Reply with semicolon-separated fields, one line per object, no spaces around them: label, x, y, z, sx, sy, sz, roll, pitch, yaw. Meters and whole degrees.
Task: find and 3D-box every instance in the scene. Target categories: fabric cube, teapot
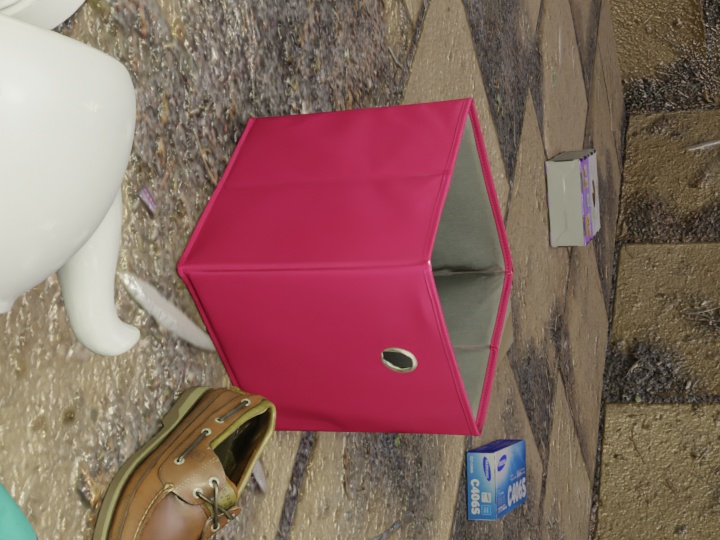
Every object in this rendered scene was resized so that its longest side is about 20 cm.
fabric cube;0.000;0.000;0.964;0.200;0.199;0.197;-72;153;-43
teapot;-0.195;-0.037;0.476;0.197;0.199;0.147;-5;111;-84

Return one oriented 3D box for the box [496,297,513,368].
box;0.121;0.086;1.451;0.200;0.095;0.078;-40;126;-63

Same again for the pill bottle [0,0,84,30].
pill bottle;-0.205;-0.192;0.532;0.200;0.114;0.115;42;49;-63

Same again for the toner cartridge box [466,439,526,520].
toner cartridge box;0.200;0.301;1.724;0.200;0.043;0.095;6;82;-70

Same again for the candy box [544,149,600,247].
candy box;0.421;-0.145;2.335;0.200;0.071;0.168;-29;116;-67

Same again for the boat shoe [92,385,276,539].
boat shoe;-0.117;0.148;0.814;0.200;0.068;0.072;-66;150;-48

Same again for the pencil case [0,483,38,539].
pencil case;-0.180;0.133;0.534;0.200;0.092;0.085;58;44;-21
